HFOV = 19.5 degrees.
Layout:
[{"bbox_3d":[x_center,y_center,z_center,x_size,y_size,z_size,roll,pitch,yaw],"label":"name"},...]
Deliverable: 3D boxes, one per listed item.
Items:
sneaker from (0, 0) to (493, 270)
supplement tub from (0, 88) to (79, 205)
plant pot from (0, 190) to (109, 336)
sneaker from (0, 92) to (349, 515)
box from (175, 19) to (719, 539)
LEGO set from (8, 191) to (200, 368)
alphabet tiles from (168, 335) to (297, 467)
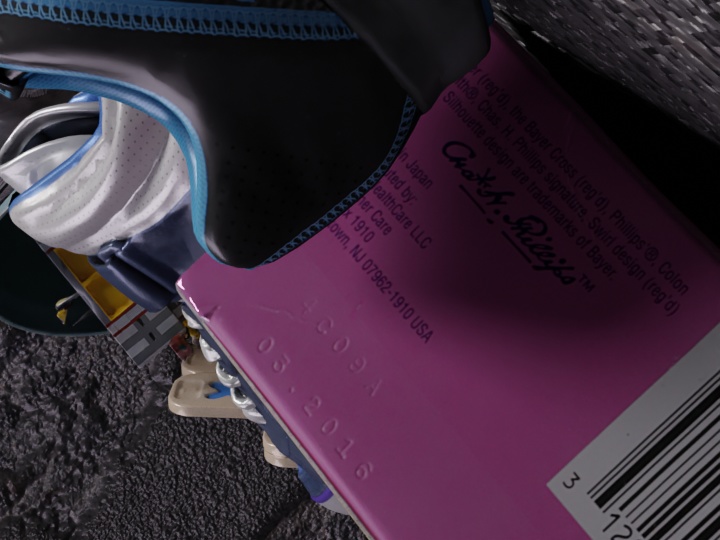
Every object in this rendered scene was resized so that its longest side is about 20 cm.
[{"bbox_3d":[-0.069,-0.084,0.419,0.200,0.082,0.073,39,180,-1],"label":"sneaker"},{"bbox_3d":[-0.195,-0.085,0.946,0.122,0.123,0.200,37,137,-11],"label":"supplement tub"},{"bbox_3d":[-0.164,-0.070,1.328,0.200,0.199,0.135,40,-156,-58],"label":"plant pot"},{"bbox_3d":[-0.041,-0.006,0.649,0.145,0.081,0.201,19,147,1],"label":"sneaker"},{"bbox_3d":[0.077,0.062,0.505,0.176,0.097,0.200,50,-176,31],"label":"box"},{"bbox_3d":[-0.091,-0.031,1.042,0.116,0.154,0.200,51,170,-11],"label":"LEGO set"},{"bbox_3d":[0.009,0.050,1.025,0.193,0.015,0.200,1,-160,3],"label":"alphabet tiles"}]
